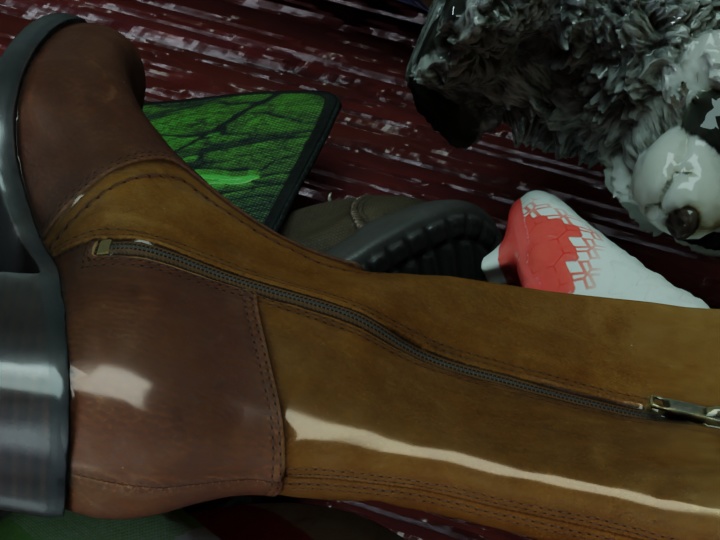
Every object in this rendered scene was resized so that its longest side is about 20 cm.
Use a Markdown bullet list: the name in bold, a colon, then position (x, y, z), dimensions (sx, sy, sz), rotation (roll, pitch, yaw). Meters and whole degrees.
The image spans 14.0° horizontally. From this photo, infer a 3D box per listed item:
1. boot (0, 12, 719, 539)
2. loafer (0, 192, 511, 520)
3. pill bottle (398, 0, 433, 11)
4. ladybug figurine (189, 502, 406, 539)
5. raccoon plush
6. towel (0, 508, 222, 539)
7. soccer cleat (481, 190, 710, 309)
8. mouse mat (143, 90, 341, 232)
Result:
- **boot**: position (0.000, 0.000, 0.744), dimensions (0.199, 0.069, 0.188), rotation (5, 27, -2)
- **loafer**: position (-0.051, 0.033, 0.830), dimensions (0.200, 0.073, 0.071), rotation (-21, 24, -30)
- **pill bottle**: position (-0.018, -0.161, 1.003), dimensions (0.200, 0.111, 0.111), rotation (22, 48, 26)
- **ladybug figurine**: position (-0.054, 0.120, 0.719), dimensions (0.200, 0.072, 0.136), rotation (-32, 49, -28)
- **raccoon plush**: position (0.101, -0.093, 0.851), dimensions (0.134, 0.097, 0.200), rotation (23, 64, -4)
- **towel**: position (-0.054, 0.128, 0.636), dimensions (0.149, 0.031, 0.200), rotation (-29, 42, -25)
- **soccer cleat**: position (0.099, 0.041, 0.788), dimensions (0.085, 0.069, 0.200), rotation (-30, 44, 1)
- **mouse mat**: position (-0.113, -0.021, 0.879), dimensions (0.199, 0.008, 0.161), rotation (-5, 22, 12)
